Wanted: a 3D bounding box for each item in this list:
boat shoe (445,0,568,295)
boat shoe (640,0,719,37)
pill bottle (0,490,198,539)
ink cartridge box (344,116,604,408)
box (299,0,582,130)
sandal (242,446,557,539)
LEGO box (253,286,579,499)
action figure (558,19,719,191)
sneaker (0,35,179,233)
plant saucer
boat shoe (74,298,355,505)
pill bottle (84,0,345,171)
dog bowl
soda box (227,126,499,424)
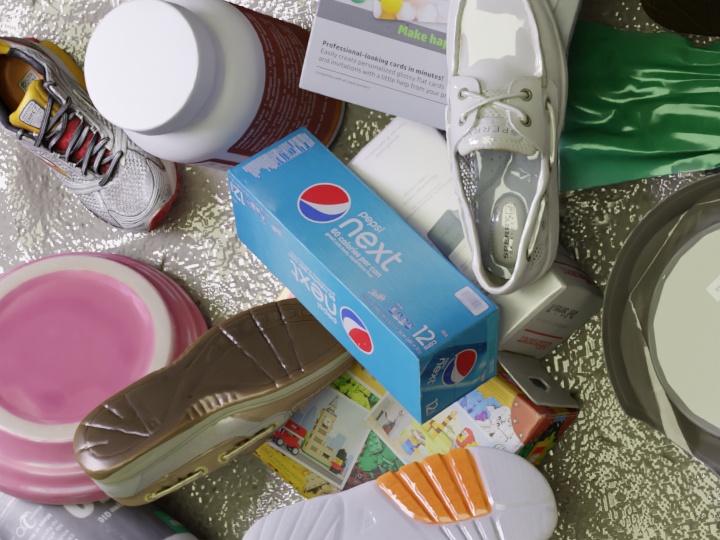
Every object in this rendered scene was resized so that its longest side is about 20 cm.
[{"bbox_3d":[0.085,-0.083,1.189,0.071,0.069,0.201,-4,102,16],"label":"boat shoe"},{"bbox_3d":[0.277,-0.179,1.258,0.199,0.074,0.067,13,64,16],"label":"boat shoe"},{"bbox_3d":[-0.180,0.207,1.419,0.200,0.113,0.113,37,102,21],"label":"pill bottle"},{"bbox_3d":[0.089,-0.008,1.307,0.067,0.117,0.200,-42,73,12],"label":"ink cartridge box"},{"bbox_3d":[0.060,-0.185,1.219,0.155,0.041,0.201,17,114,5],"label":"box"},{"bbox_3d":[0.026,0.167,1.274,0.206,0.059,0.079,-13,55,13],"label":"sandal"},{"bbox_3d":[0.020,0.095,1.355,0.200,0.077,0.149,38,103,21],"label":"LEGO box"},{"bbox_3d":[0.230,-0.100,1.280,0.199,0.055,0.119,2,77,15],"label":"action figure"},{"bbox_3d":[-0.214,-0.097,1.466,0.200,0.082,0.078,40,103,20],"label":"sneaker"},{"bbox_3d":[-0.203,0.064,1.413,0.200,0.051,0.201,-1,57,1],"label":"plant saucer"},{"bbox_3d":[-0.087,0.085,1.310,0.199,0.066,0.074,-26,49,-3],"label":"boat shoe"},{"bbox_3d":[-0.097,-0.125,1.351,0.112,0.200,0.113,-1,87,23],"label":"pill bottle"},{"bbox_3d":[0.254,0.037,1.264,0.199,0.059,0.201,-1,86,24],"label":"dog bowl"},{"bbox_3d":[0.000,0.000,1.266,0.064,0.068,0.200,-31,55,-21],"label":"soda box"}]
